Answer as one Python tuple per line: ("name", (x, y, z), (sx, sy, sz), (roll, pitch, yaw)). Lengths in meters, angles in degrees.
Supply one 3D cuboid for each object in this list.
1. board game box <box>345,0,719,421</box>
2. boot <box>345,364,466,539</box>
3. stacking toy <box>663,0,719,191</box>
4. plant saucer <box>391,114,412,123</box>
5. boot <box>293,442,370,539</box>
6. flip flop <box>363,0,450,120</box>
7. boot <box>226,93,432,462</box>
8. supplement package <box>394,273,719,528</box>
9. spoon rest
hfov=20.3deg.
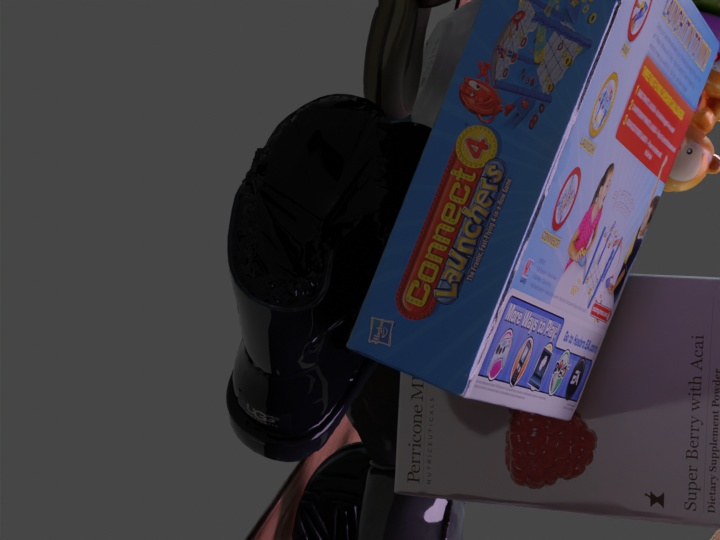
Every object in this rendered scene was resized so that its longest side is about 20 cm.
("board game box", (0.083, -0.039, 0.883), (0.198, 0.055, 0.200), (-68, 160, 0))
("boot", (0.010, 0.145, 1.092), (0.181, 0.072, 0.202), (37, 65, -41))
("stacking toy", (0.194, -0.134, 1.027), (0.202, 0.115, 0.110), (-65, 163, -3))
("plant saucer", (0.000, 0.000, 1.137), (0.070, 0.019, 0.202), (-51, 159, -63))
("boot", (0.010, 0.156, 1.279), (0.169, 0.076, 0.202), (-70, 165, -58))
("flip flop", (0.042, -0.153, 0.961), (0.081, 0.057, 0.201), (-60, 165, -48))
("boot", (0.001, -0.027, 0.910), (0.201, 0.076, 0.169), (-59, 169, -29))
("supplement package", (0.131, 0.062, 1.030), (0.119, 0.198, 0.123), (4, 88, -61))
("spoon rest", (0.068, -0.097, 1.028), (0.200, 0.060, 0.100), (-158, -92, -82))
